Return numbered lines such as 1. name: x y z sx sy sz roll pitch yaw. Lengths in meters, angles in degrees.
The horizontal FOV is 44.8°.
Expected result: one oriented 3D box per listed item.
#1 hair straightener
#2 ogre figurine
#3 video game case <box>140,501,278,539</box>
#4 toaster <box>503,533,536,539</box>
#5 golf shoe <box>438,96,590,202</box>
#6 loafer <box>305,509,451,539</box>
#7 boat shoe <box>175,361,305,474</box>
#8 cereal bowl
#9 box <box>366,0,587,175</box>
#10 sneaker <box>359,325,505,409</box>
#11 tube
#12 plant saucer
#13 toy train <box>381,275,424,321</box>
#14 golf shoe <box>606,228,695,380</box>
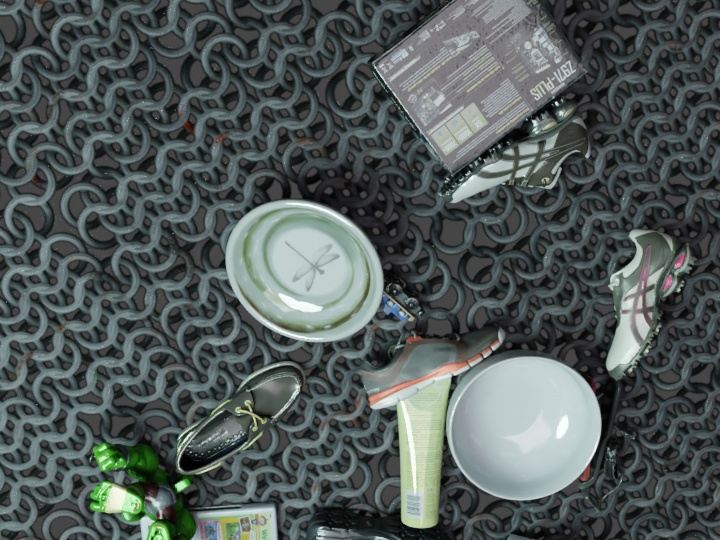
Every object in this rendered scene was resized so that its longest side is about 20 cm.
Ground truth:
1. hair straightener: 0.339 0.238 1.191 0.077 0.041 0.201 -2 103 -4
2. ogre figurine: -0.261 0.297 1.101 0.200 0.120 0.098 41 98 0
3. video game case: -0.201 0.417 1.198 0.181 0.022 0.201 -3 103 -4
4. toaster: 0.224 0.481 1.158 0.200 0.119 0.181 -43 106 -34
5. golf shoe: 0.195 -0.126 1.074 0.200 0.078 0.095 -33 104 4
6. loafer: 0.025 0.373 1.186 0.200 0.068 0.071 7 111 -1
7. boat shoe: -0.153 0.194 1.128 0.201 0.061 0.072 -37 103 4
8. cereal bowl: 0.207 0.193 1.147 0.199 0.083 0.201 -1 104 -5
9. box: 0.135 -0.241 1.036 0.200 0.086 0.164 -38 103 5
10. sneaker: 0.090 0.104 1.123 0.200 0.077 0.082 -25 83 -10
11. tube: 0.082 0.240 1.170 0.058 0.052 0.201 -8 101 -47
12. plant saucer: -0.065 -0.006 1.074 0.200 0.050 0.201 7 122 11
13. toy train: 0.000 0.000 1.109 0.200 0.034 0.046 40 110 -11
14. golf shoe: 0.357 0.043 1.141 0.088 0.077 0.200 25 98 10
